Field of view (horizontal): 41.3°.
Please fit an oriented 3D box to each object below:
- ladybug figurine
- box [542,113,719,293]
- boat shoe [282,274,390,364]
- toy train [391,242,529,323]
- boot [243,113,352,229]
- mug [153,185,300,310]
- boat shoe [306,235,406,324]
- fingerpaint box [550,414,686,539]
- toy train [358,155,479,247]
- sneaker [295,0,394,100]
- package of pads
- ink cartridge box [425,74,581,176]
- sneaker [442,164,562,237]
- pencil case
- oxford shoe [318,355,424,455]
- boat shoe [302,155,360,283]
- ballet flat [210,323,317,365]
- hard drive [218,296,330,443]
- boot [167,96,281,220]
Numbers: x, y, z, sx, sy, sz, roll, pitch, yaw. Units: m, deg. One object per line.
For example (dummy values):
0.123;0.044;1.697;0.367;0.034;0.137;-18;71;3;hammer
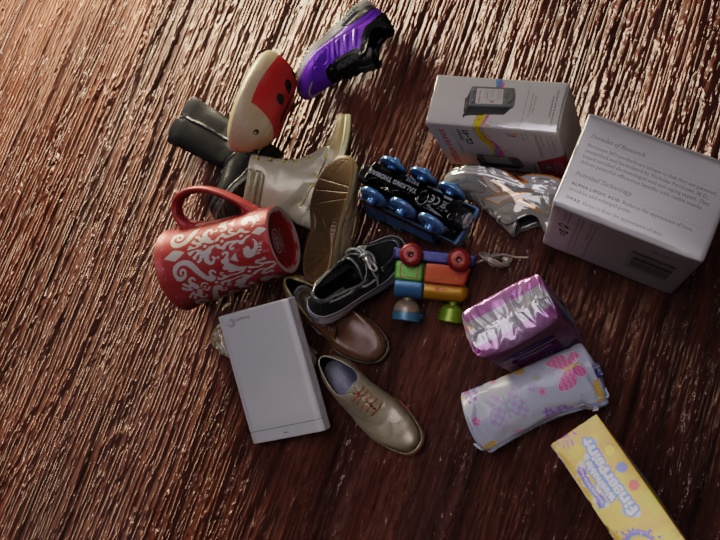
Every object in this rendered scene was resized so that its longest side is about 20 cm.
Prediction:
-0.155;-0.273;1.553;0.071;0.136;0.201;17;59;4;ladybug figurine
0.359;-0.082;1.258;0.199;0.199;0.131;23;80;11;box
-0.044;0.075;1.455;0.199;0.068;0.072;32;85;27;boat shoe
0.143;0.026;1.403;0.198;0.085;0.117;6;90;5;toy train
-0.100;-0.173;1.540;0.153;0.072;0.202;15;81;5;boot
-0.214;-0.040;1.493;0.199;0.178;0.134;-14;32;22;mug
-0.002;-0.002;1.424;0.199;0.068;0.074;-33;64;-26;boat shoe
0.331;0.291;1.178;0.073;0.167;0.201;-35;62;6;fingerpaint box
0.086;-0.099;1.440;0.199;0.114;0.087;27;75;27;toy train
-0.021;-0.355;1.597;0.099;0.070;0.200;41;90;25;sneaker
0.218;0.077;1.279;0.120;0.200;0.076;-27;69;14;package of pads
0.215;-0.213;1.412;0.198;0.148;0.086;8;73;24;ink cartridge box
0.209;-0.099;1.418;0.199;0.076;0.093;10;80;25;sneaker
0.237;0.174;1.304;0.199;0.083;0.091;-24;86;11;pencil case
0.008;0.196;1.389;0.200;0.074;0.071;36;87;28;oxford shoe
-0.038;-0.076;1.475;0.071;0.064;0.202;14;89;36;boat shoe
-0.159;0.113;1.489;0.199;0.064;0.076;12;77;25;ballet flat
-0.130;0.151;1.429;0.131;0.027;0.202;-15;91;27;hard drive
-0.258;-0.191;1.629;0.199;0.066;0.165;33;73;22;boot
